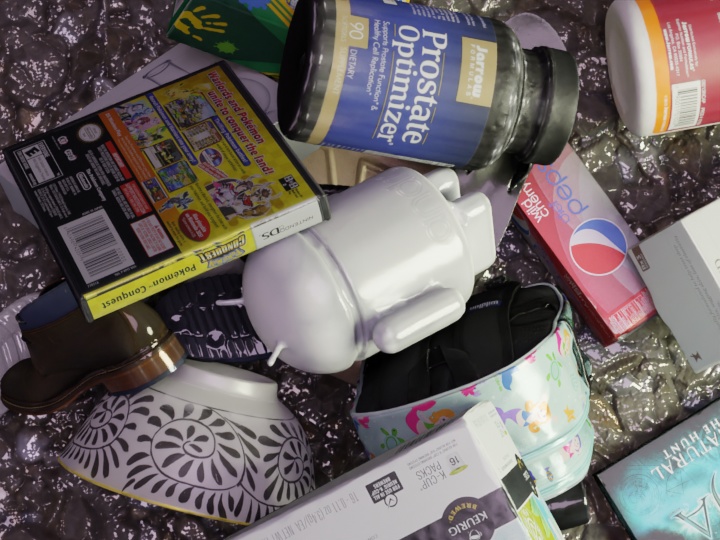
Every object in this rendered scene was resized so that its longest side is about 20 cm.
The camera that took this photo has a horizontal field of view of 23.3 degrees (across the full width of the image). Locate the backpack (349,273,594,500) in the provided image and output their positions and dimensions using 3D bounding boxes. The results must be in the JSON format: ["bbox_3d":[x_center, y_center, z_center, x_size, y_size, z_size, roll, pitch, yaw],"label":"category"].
[{"bbox_3d":[0.085,0.101,1.279,0.177,0.200,0.151,-20,95,11],"label":"backpack"}]

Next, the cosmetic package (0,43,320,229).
[{"bbox_3d":[-0.154,-0.086,1.327,0.200,0.052,0.151,-38,44,-21],"label":"cosmetic package"}]

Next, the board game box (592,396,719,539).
[{"bbox_3d":[0.304,0.168,1.387,0.200,0.028,0.135,-31,85,-4],"label":"board game box"}]

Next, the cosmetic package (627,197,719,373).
[{"bbox_3d":[0.317,-0.016,1.344,0.200,0.081,0.113,-28,86,-31],"label":"cosmetic package"}]

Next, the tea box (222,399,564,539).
[{"bbox_3d":[0.035,0.217,1.121,0.200,0.134,0.197,-29,85,9],"label":"tea box"}]

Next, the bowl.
[{"bbox_3d":[-0.115,0.117,1.290,0.201,0.201,0.094,15,91,0],"label":"bowl"}]

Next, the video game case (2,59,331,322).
[{"bbox_3d":[-0.141,-0.062,1.235,0.181,0.026,0.200,-24,42,-11],"label":"video game case"}]

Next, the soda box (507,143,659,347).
[{"bbox_3d":[0.164,-0.038,1.383,0.063,0.070,0.200,-35,85,-6],"label":"soda box"}]

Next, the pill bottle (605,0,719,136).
[{"bbox_3d":[0.302,-0.176,1.380,0.200,0.113,0.113,-10,84,-3],"label":"pill bottle"}]

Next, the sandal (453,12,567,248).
[{"bbox_3d":[0.111,-0.102,1.331,0.075,0.045,0.200,19,83,3],"label":"sandal"}]

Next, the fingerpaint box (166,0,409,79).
[{"bbox_3d":[-0.044,-0.249,1.344,0.167,0.073,0.200,19,62,-19],"label":"fingerpaint box"}]

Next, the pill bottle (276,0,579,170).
[{"bbox_3d":[0.048,-0.132,1.248,0.200,0.112,0.112,8,84,-14],"label":"pill bottle"}]

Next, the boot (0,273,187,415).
[{"bbox_3d":[-0.217,0.045,1.281,0.075,0.200,0.097,-46,113,-44],"label":"boot"}]

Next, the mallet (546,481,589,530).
[{"bbox_3d":[0.142,0.110,1.387,0.066,0.041,0.200,-3,80,0],"label":"mallet"}]

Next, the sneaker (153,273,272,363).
[{"bbox_3d":[-0.060,0.038,1.321,0.200,0.082,0.070,-7,75,-12],"label":"sneaker"}]

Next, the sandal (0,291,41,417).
[{"bbox_3d":[-0.311,0.090,1.372,0.203,0.050,0.082,-30,100,-17],"label":"sandal"}]

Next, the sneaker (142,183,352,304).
[{"bbox_3d":[-0.088,-0.018,1.348,0.200,0.074,0.089,-10,91,10],"label":"sneaker"}]

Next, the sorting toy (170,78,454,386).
[{"bbox_3d":[-0.032,-0.029,1.399,0.185,0.036,0.200,24,89,1],"label":"sorting toy"}]

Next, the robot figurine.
[{"bbox_3d":[0.000,0.000,1.239,0.200,0.170,0.113,-28,129,-21],"label":"robot figurine"}]
